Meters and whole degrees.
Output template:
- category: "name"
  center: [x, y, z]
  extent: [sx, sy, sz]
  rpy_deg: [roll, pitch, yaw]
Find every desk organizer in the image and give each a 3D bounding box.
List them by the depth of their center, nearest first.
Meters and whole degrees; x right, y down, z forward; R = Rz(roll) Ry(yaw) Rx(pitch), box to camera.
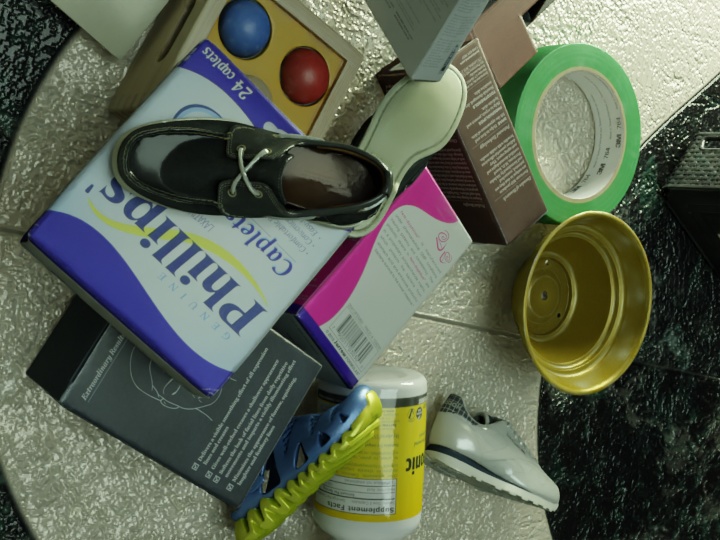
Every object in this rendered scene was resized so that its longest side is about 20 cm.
- category: "desk organizer"
  center: [0.170, -0.282, 1.202]
  extent: [0.200, 0.071, 0.077]
  rpy_deg: [-45, 119, -22]

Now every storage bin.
- category: "storage bin"
  center: [0.483, -0.069, 1.398]
  extent: [0.200, 0.135, 0.094]
  rpy_deg: [47, 70, -28]

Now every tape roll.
- category: "tape roll"
  center: [0.232, -0.152, 1.271]
  extent: [0.198, 0.048, 0.204]
  rpy_deg: [-4, 98, -34]

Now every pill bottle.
- category: "pill bottle"
  center: [0.008, 0.201, 1.119]
  extent: [0.110, 0.111, 0.203]
  rpy_deg: [-1, 96, -34]

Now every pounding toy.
- category: "pounding toy"
  center: [-0.098, -0.139, 0.990]
  extent: [0.183, 0.142, 0.202]
  rpy_deg: [34, 77, -32]

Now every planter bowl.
- category: "planter bowl"
  center: [0.230, 0.032, 1.269]
  extent: [0.198, 0.083, 0.204]
  rpy_deg: [-5, 99, -34]

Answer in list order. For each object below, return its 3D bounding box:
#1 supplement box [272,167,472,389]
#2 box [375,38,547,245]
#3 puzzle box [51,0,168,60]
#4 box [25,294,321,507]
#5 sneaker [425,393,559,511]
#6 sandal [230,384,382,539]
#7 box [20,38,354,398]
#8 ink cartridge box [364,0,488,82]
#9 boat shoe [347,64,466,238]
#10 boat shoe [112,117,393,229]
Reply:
- category: "supplement box"
  center: [0.000, 0.000, 1.091]
  extent: [0.200, 0.103, 0.102]
  rpy_deg: [-48, 121, -22]
- category: "box"
  center: [0.105, -0.130, 1.156]
  extent: [0.075, 0.100, 0.202]
  rpy_deg: [-35, 114, -26]
- category: "puzzle box"
  center: [-0.190, -0.296, 0.945]
  extent: [0.201, 0.025, 0.133]
  rpy_deg: [-50, 124, -2]
- category: "box"
  center: [-0.161, 0.088, 0.989]
  extent: [0.200, 0.107, 0.149]
  rpy_deg: [39, 77, -31]
- category: "sneaker"
  center: [0.157, 0.207, 1.248]
  extent: [0.199, 0.076, 0.081]
  rpy_deg: [31, 68, -34]
- category: "sandal"
  center: [-0.064, 0.168, 1.046]
  extent: [0.200, 0.087, 0.079]
  rpy_deg: [-42, 166, 17]
- category: "box"
  center: [-0.126, -0.037, 0.869]
  extent: [0.184, 0.105, 0.201]
  rpy_deg: [43, 76, -15]
- category: "ink cartridge box"
  center: [0.061, -0.309, 1.001]
  extent: [0.040, 0.201, 0.201]
  rpy_deg: [-5, 55, -34]
- category: "boat shoe"
  center: [0.026, -0.109, 1.045]
  extent: [0.074, 0.066, 0.201]
  rpy_deg: [35, 71, -15]
- category: "boat shoe"
  center: [-0.074, -0.072, 0.799]
  extent: [0.197, 0.068, 0.073]
  rpy_deg: [8, 86, -18]
